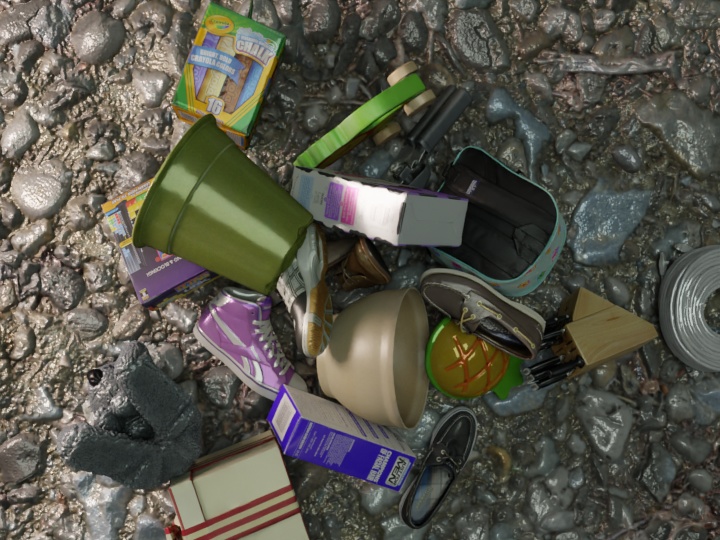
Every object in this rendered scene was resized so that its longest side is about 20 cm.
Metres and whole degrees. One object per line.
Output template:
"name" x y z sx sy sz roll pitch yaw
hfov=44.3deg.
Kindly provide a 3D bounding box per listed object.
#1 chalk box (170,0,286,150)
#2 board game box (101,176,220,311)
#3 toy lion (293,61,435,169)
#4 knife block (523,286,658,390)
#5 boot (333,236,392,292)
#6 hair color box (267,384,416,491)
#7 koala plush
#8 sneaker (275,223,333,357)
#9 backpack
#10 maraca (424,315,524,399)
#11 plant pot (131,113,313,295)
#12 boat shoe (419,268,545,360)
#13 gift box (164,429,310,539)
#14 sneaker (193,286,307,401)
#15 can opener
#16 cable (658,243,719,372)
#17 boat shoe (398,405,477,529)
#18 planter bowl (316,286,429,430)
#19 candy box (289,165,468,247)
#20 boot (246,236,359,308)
"chalk box" -0.183 -0.303 1.302 0.122 0.125 0.204 22 86 -6
"board game box" -0.254 -0.062 1.286 0.197 0.057 0.168 -28 73 -1
"toy lion" -0.008 -0.204 1.291 0.190 0.200 0.069 -35 91 -25
"knife block" 0.343 0.127 1.353 0.197 0.064 0.178 26 60 -7
"boot" 0.000 0.000 1.278 0.074 0.200 0.075 -27 82 -2
"hair color box" -0.028 0.242 1.277 0.197 0.109 0.066 22 99 -24
"koala plush" -0.323 0.193 1.239 0.183 0.199 0.179 41 82 -33
"sneaker" -0.090 0.029 1.253 0.086 0.076 0.204 -10 64 14
"backpack" 0.203 -0.058 1.311 0.198 0.153 0.177 30 81 34
"maraca" 0.180 0.131 1.347 0.196 0.107 0.140 14 98 -31
"plant pot" -0.168 -0.069 1.168 0.188 0.200 0.203 31 84 0
"boat shoe" 0.171 0.063 1.264 0.197 0.072 0.060 27 49 -6
"gift box" -0.176 0.357 1.249 0.183 0.185 0.204 -18 87 -10
"sneaker" -0.141 0.106 1.298 0.199 0.073 0.115 37 110 -5
"can opener" 0.106 -0.194 1.382 0.201 0.053 0.067 -51 126 -7
"cable" 0.574 0.061 1.415 0.195 0.069 0.205 5 87 -7
"boat shoe" 0.122 0.302 1.348 0.069 0.066 0.202 34 84 -5
"planter bowl" 0.016 0.126 1.293 0.132 0.200 0.206 0 87 20
"candy box" 0.023 -0.089 1.235 0.197 0.166 0.073 17 101 34
"boot" -0.110 -0.046 1.333 0.198 0.070 0.148 -32 86 -12
